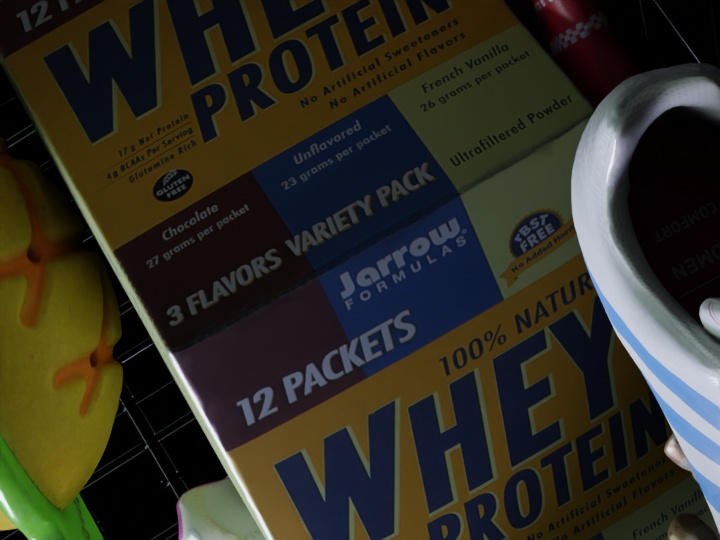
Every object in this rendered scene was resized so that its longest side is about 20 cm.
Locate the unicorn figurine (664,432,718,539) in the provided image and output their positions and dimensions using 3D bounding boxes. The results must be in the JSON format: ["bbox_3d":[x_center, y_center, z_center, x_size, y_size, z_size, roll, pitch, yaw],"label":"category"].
[{"bbox_3d":[0.139,0.091,0.762,0.137,0.074,0.200,47,-172,24],"label":"unicorn figurine"}]

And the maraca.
[{"bbox_3d":[-0.123,0.031,0.903,0.200,0.107,0.137,63,-178,-30],"label":"maraca"}]

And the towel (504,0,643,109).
[{"bbox_3d":[0.021,-0.127,0.860,0.200,0.022,0.145,58,177,-1],"label":"towel"}]

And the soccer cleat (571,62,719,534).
[{"bbox_3d":[0.107,0.042,0.637,0.200,0.070,0.086,58,178,12],"label":"soccer cleat"}]

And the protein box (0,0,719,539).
[{"bbox_3d":[0.000,0.000,0.892,0.199,0.135,0.200,56,173,47],"label":"protein box"}]

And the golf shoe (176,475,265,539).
[{"bbox_3d":[-0.004,0.080,1.064,0.200,0.091,0.076,-17,-70,-73],"label":"golf shoe"}]
